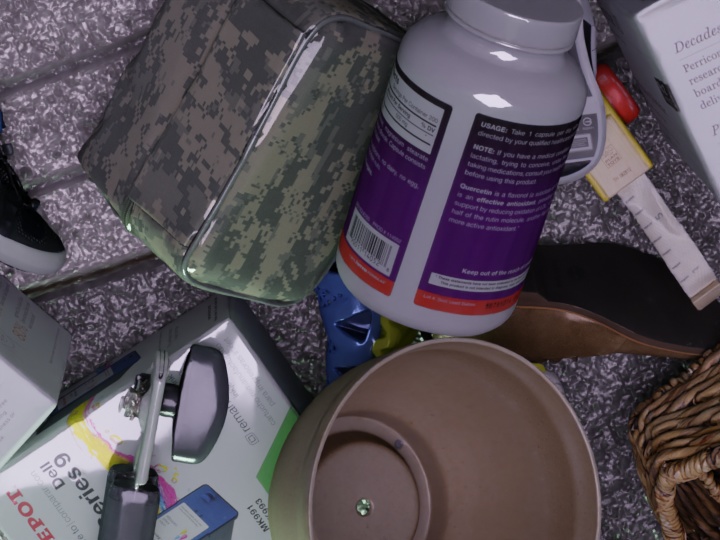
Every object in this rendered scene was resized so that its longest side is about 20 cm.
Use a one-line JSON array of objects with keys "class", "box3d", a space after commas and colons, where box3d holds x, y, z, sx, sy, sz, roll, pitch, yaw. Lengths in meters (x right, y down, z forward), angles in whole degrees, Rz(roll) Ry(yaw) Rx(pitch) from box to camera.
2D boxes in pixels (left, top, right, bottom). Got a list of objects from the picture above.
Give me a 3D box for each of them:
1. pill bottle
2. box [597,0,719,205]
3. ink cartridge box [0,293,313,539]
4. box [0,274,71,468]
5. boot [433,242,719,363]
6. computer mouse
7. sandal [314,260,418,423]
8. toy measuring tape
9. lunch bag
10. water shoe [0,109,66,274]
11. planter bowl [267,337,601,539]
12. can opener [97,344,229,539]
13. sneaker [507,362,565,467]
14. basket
[{"class": "pill bottle", "box3d": [0.062, -0.070, 1.471, 0.112, 0.112, 0.200, 15, 116, -7]}, {"class": "box", "box3d": [0.260, -0.153, 1.517, 0.200, 0.199, 0.131, -26, 103, 4]}, {"class": "ink cartridge box", "box3d": [-0.125, 0.128, 1.623, 0.200, 0.088, 0.145, -32, 104, 7]}, {"class": "box", "box3d": [-0.288, 0.034, 1.556, 0.200, 0.152, 0.106, 41, 99, -11]}, {"class": "boot", "box3d": [0.138, 0.029, 1.636, 0.200, 0.074, 0.076, 12, 133, -11]}, {"class": "computer mouse", "box3d": [0.101, -0.148, 1.516, 0.109, 0.044, 0.200, -6, 113, 9]}, {"class": "sandal", "box3d": [0.000, 0.000, 1.610, 0.087, 0.079, 0.200, 14, 100, 9]}, {"class": "toy measuring tape", "box3d": [0.161, -0.065, 1.596, 0.074, 0.074, 0.200, -36, 96, 6]}, {"class": "lunch bag", "box3d": [-0.073, -0.103, 1.535, 0.139, 0.168, 0.200, 13, 111, -52]}, {"class": "water shoe", "box3d": [-0.247, -0.080, 1.572, 0.200, 0.072, 0.079, 42, 96, -12]}, {"class": "planter bowl", "box3d": [0.026, 0.144, 1.531, 0.200, 0.135, 0.201, 3, 84, -29]}, {"class": "can opener", "box3d": [-0.128, 0.142, 1.554, 0.066, 0.053, 0.200, 13, 104, -8]}, {"class": "sneaker", "box3d": [0.113, 0.162, 1.638, 0.074, 0.085, 0.200, -13, 115, 0]}, {"class": "basket", "box3d": [0.268, 0.160, 1.599, 0.143, 0.149, 0.200, -36, 120, 5]}]
